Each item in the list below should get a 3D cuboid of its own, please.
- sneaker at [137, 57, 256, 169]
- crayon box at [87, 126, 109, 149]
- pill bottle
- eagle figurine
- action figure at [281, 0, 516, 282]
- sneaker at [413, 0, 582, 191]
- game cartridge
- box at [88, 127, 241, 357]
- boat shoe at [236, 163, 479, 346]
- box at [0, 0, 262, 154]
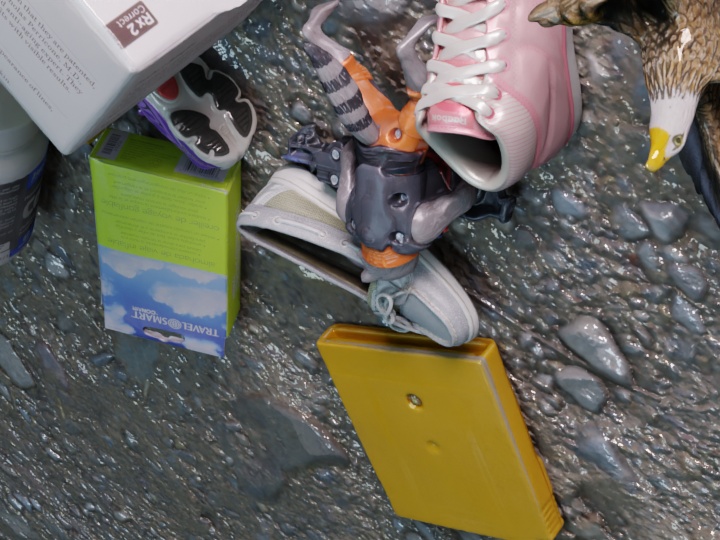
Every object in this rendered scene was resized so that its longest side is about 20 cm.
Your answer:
[{"bbox_3d":[-0.166,-0.155,1.043,0.201,0.080,0.083,54,155,-7],"label":"sneaker"},{"bbox_3d":[-0.245,-0.170,1.059,0.126,0.051,0.200,49,177,1],"label":"crayon box"},{"bbox_3d":[-0.339,-0.100,1.224,0.113,0.114,0.201,39,143,7],"label":"pill bottle"},{"bbox_3d":[0.190,-0.109,0.731,0.199,0.152,0.152,28,-165,-27],"label":"eagle figurine"},{"bbox_3d":[-0.002,-0.081,0.936,0.198,0.104,0.196,9,122,37],"label":"action figure"},{"bbox_3d":[0.073,-0.139,0.805,0.075,0.105,0.202,10,130,39],"label":"sneaker"},{"bbox_3d":[0.068,0.136,1.133,0.175,0.032,0.202,4,130,41],"label":"game cartridge"},{"bbox_3d":[-0.162,-0.020,1.160,0.120,0.048,0.201,14,136,7],"label":"box"},{"bbox_3d":[-0.001,-0.001,1.024,0.201,0.065,0.075,37,158,13],"label":"boat shoe"},{"bbox_3d":[-0.166,-0.221,0.873,0.201,0.199,0.130,50,142,-7],"label":"box"}]
